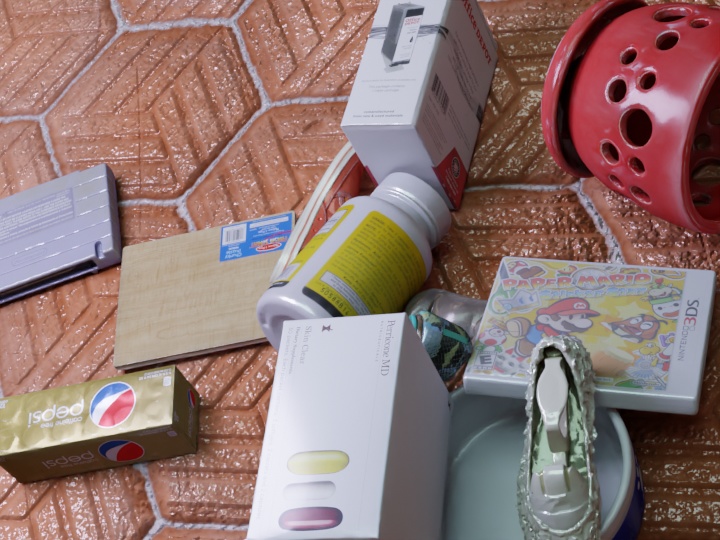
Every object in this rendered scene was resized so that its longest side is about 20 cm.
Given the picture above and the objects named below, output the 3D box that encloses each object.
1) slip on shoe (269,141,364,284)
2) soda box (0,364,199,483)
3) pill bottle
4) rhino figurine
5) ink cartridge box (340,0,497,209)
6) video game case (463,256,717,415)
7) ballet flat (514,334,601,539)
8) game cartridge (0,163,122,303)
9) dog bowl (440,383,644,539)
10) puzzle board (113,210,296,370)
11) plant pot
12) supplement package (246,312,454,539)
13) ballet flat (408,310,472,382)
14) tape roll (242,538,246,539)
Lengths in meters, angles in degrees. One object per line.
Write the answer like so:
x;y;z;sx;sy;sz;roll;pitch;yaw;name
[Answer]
-0.027;-0.055;1.625;0.061;0.074;0.201;27;60;-3;slip on shoe
-0.262;0.153;1.577;0.199;0.064;0.068;-12;55;15;soda box
0.000;0.000;1.526;0.111;0.112;0.200;21;56;32;pill bottle
0.122;0.062;1.480;0.199;0.060;0.088;8;48;25;rhino figurine
0.064;-0.184;1.613;0.082;0.147;0.201;2;58;25;ink cartridge box
0.205;0.053;1.405;0.199;0.023;0.182;4;37;16;video game case
0.156;0.146;1.287;0.071;0.072;0.201;-7;71;18;ballet flat
-0.359;-0.034;1.761;0.199;0.038;0.130;-19;49;10;game cartridge
0.142;0.187;1.380;0.199;0.079;0.201;-11;56;16;dog bowl
-0.158;0.022;1.652;0.199;0.017;0.152;-11;54;15;puzzle board
0.281;-0.156;1.475;0.182;0.201;0.201;27;71;37;plant pot
-0.002;0.161;1.304;0.110;0.156;0.201;-5;55;18;supplement package
0.045;0.099;1.444;0.074;0.200;0.075;7;66;-17;ballet flat
-0.066;0.333;1.367;0.199;0.085;0.201;-11;54;16;tape roll
